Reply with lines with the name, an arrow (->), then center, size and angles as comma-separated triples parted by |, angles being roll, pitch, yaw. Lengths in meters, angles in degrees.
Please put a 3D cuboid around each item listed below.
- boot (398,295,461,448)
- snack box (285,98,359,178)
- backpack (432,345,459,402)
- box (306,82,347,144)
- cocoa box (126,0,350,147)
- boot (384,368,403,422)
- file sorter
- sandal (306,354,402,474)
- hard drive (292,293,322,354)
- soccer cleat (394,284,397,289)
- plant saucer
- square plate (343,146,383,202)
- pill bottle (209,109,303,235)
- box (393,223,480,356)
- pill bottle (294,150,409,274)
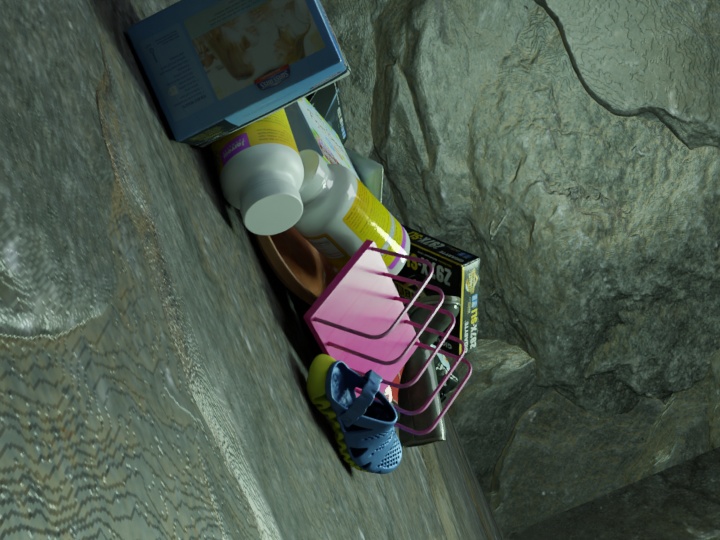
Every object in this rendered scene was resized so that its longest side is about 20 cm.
boot -> 0.100, 0.153, 1.399 | 0.182, 0.071, 0.203 | 138, -44, -58
snack box -> -0.069, -0.179, 1.450 | 0.200, 0.067, 0.170 | 44, 18, -58
backpack -> 0.059, 0.152, 1.647 | 0.200, 0.162, 0.155 | 51, 6, -48
box -> -0.087, -0.242, 1.639 | 0.162, 0.043, 0.201 | -61, 160, -25
cocoa box -> -0.127, -0.237, 1.018 | 0.131, 0.197, 0.135 | -59, 124, -84
boot -> 0.013, 0.141, 1.310 | 0.200, 0.071, 0.147 | 50, 40, -54
file sorter -> 0.047, 0.091, 1.195 | 0.124, 0.139, 0.201 | 16, -35, 39
sandal -> 0.009, 0.185, 1.158 | 0.201, 0.086, 0.080 | 58, 43, -39
hard drive -> -0.058, 0.062, 1.387 | 0.200, 0.032, 0.142 | 45, 23, -77
soccer cleat -> 0.000, 0.000, 1.439 | 0.200, 0.069, 0.078 | 45, 20, -56
plant saucer -> -0.090, -0.037, 1.264 | 0.201, 0.032, 0.202 | 49, 23, -28
square plate -> -0.026, -0.106, 1.605 | 0.199, 0.028, 0.202 | 34, -54, 54
pill bottle -> -0.129, -0.144, 1.137 | 0.105, 0.103, 0.202 | 59, 9, -57
box -> 0.103, 0.028, 1.495 | 0.199, 0.049, 0.162 | 27, -54, 43
pill bottle -> -0.026, -0.069, 1.242 | 0.200, 0.104, 0.105 | 44, 19, -40
